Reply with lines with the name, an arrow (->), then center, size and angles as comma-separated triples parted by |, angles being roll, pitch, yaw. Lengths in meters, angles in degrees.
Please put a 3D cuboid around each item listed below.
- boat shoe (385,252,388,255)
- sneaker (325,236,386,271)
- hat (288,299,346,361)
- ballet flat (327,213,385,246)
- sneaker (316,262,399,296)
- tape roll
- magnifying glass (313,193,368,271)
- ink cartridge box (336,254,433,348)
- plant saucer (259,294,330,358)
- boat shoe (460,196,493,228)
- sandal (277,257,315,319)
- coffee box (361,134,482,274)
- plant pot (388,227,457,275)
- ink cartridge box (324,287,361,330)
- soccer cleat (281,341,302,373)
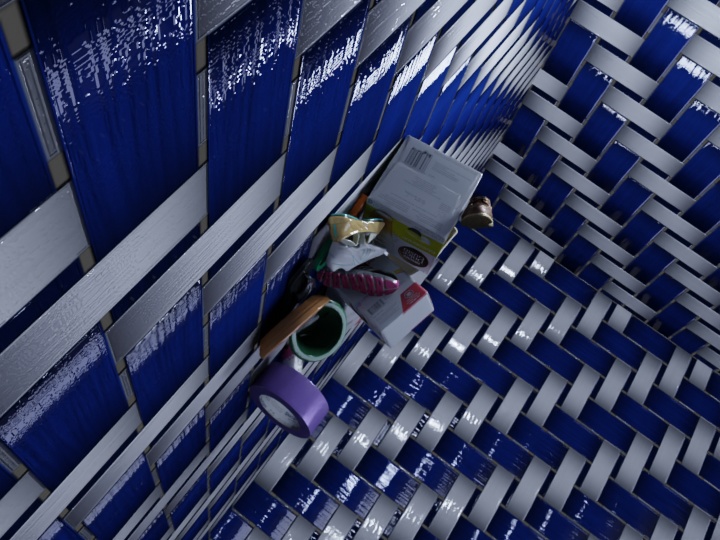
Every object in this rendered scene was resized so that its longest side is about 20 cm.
boat shoe -> -0.021, -0.022, 1.757 | 0.199, 0.071, 0.073 | -26, 123, -29
sneaker -> -0.014, -0.043, 1.573 | 0.200, 0.070, 0.081 | -6, 134, -56
hat -> -0.144, 0.134, 1.840 | 0.164, 0.176, 0.202 | -6, 116, -28
ballet flat -> -0.009, -0.083, 1.485 | 0.199, 0.068, 0.064 | 0, 87, -58
sneaker -> 0.000, 0.000, 1.636 | 0.074, 0.198, 0.088 | 80, 26, -46
tape roll -> -0.186, 0.336, 1.806 | 0.085, 0.199, 0.200 | -48, 170, -30
magnifying glass -> -0.046, -0.085, 1.562 | 0.201, 0.022, 0.080 | -53, 172, 0
ink cartridge box -> 0.056, 0.062, 1.673 | 0.145, 0.200, 0.083 | -40, 141, -9
plant saucer -> -0.152, 0.118, 1.548 | 0.200, 0.038, 0.200 | -41, 180, 0
boat shoe -> 0.267, -0.136, 1.597 | 0.200, 0.071, 0.068 | 2, 84, -76
sandal -> -0.126, 0.044, 1.496 | 0.075, 0.048, 0.201 | -48, 170, -39
coffee box -> 0.134, -0.150, 1.634 | 0.201, 0.198, 0.198 | -59, 175, -24
plant pot -> 0.123, -0.090, 1.985 | 0.177, 0.200, 0.200 | -47, 179, 40
ink cartridge box -> -0.027, 0.078, 1.893 | 0.145, 0.085, 0.201 | -32, 162, -29
soccer cleat -> -0.184, 0.263, 1.927 | 0.201, 0.086, 0.070 | -60, 170, 31
